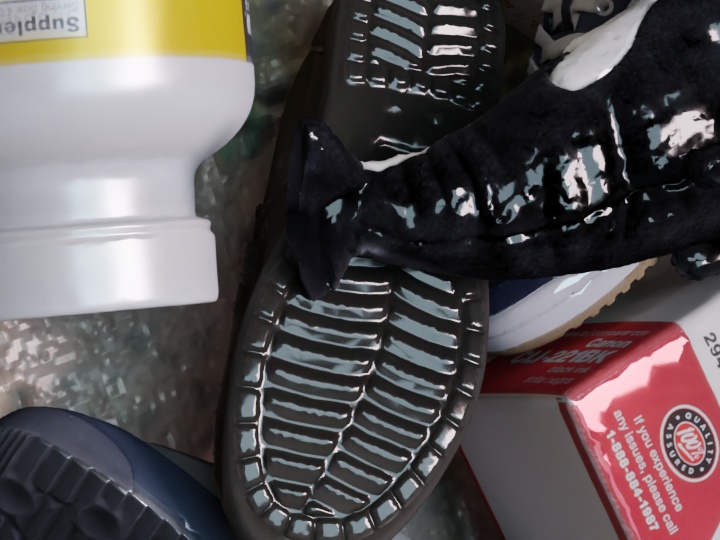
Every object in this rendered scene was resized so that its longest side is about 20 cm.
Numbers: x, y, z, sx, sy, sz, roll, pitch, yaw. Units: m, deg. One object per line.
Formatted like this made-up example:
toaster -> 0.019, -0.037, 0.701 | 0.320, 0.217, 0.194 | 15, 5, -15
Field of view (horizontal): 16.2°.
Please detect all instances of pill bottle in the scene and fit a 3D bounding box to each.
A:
pill bottle -> -0.088, -0.088, 0.718 | 0.112, 0.112, 0.201 | -5, 90, -26

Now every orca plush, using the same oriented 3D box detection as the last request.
orca plush -> 0.079, -0.043, 0.711 | 0.199, 0.071, 0.106 | -5, 98, -23

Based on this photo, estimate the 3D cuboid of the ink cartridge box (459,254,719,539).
ink cartridge box -> 0.148, 0.055, 0.803 | 0.200, 0.084, 0.145 | -30, 100, -25

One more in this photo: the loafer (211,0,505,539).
loafer -> 0.000, 0.000, 0.765 | 0.073, 0.071, 0.201 | 21, 65, -12

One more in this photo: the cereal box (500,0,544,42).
cereal box -> 0.088, -0.143, 0.845 | 0.200, 0.040, 0.144 | 31, 78, -22

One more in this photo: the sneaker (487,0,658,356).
sneaker -> 0.074, -0.076, 0.783 | 0.200, 0.070, 0.109 | -49, 113, -11

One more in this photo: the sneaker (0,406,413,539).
sneaker -> -0.028, 0.092, 0.776 | 0.200, 0.070, 0.082 | 36, 42, -14
